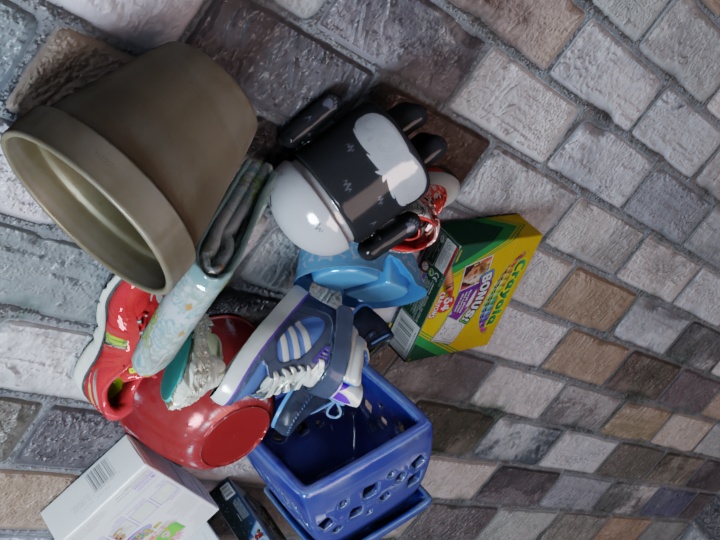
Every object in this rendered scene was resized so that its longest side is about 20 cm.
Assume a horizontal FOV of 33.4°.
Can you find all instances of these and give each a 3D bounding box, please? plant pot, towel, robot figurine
[{"bbox_3d":[-0.029,0.254,1.574,0.200,0.200,0.180,-28,131,-21],"label":"plant pot"},{"bbox_3d":[-0.191,-0.108,1.080,0.174,0.200,0.200,-50,149,-20],"label":"plant pot"},{"bbox_3d":[-0.153,-0.004,1.213,0.171,0.048,0.200,-55,-172,40],"label":"towel"},{"bbox_3d":[-0.006,-0.103,1.309,0.200,0.150,0.125,-37,158,-6],"label":"robot figurine"}]

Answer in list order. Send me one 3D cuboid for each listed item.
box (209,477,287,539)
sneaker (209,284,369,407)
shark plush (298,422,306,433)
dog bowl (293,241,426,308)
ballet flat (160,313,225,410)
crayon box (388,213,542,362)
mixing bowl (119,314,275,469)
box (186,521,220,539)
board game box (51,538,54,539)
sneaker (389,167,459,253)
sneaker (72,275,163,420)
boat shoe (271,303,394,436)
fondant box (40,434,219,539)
[{"bbox_3d":[-0.122,0.390,1.653,0.038,0.200,0.137,-38,146,-4],"label":"box"},{"bbox_3d":[-0.064,0.116,1.354,0.081,0.146,0.200,-49,-178,43],"label":"sneaker"},{"bbox_3d":[-0.062,0.257,1.730,0.083,0.091,0.200,-48,130,-29],"label":"shark plush"},{"bbox_3d":[0.000,0.000,1.455,0.111,0.050,0.200,-15,160,31],"label":"dog bowl"},{"bbox_3d":[-0.175,0.090,1.283,0.071,0.200,0.072,-4,115,-8],"label":"ballet flat"},{"bbox_3d":[0.142,0.024,1.661,0.172,0.058,0.200,-7,132,-42],"label":"crayon box"},{"bbox_3d":[-0.178,0.164,1.435,0.200,0.108,0.201,-27,142,-23],"label":"mixing bowl"},{"bbox_3d":[-0.253,0.452,1.629,0.200,0.125,0.098,-35,169,-12],"label":"box"},{"bbox_3d":[-0.439,0.436,1.519,0.200,0.034,0.136,-35,145,-15],"label":"board game box"},{"bbox_3d":[0.070,-0.069,1.441,0.201,0.108,0.067,-4,130,-44],"label":"sneaker"},{"bbox_3d":[-0.242,0.077,1.294,0.077,0.085,0.200,-6,131,-43],"label":"sneaker"},{"bbox_3d":[-0.029,0.126,1.460,0.200,0.069,0.084,-51,174,-21],"label":"boat shoe"},{"bbox_3d":[-0.287,0.304,1.517,0.144,0.058,0.200,-42,145,-3],"label":"fondant box"}]
